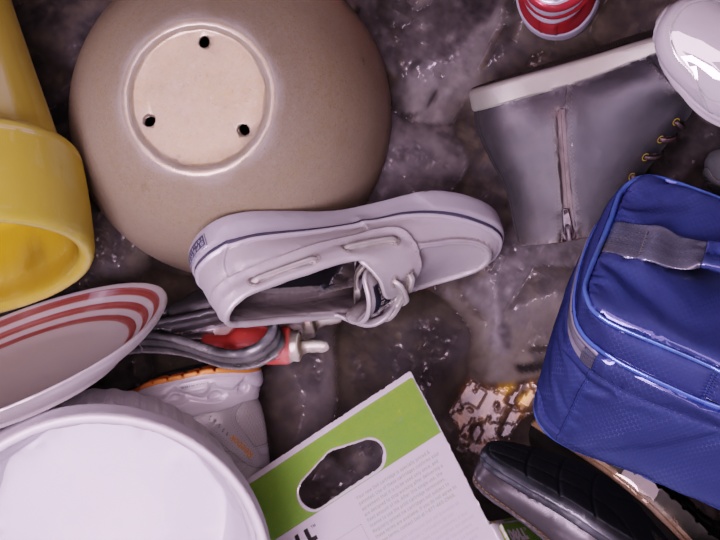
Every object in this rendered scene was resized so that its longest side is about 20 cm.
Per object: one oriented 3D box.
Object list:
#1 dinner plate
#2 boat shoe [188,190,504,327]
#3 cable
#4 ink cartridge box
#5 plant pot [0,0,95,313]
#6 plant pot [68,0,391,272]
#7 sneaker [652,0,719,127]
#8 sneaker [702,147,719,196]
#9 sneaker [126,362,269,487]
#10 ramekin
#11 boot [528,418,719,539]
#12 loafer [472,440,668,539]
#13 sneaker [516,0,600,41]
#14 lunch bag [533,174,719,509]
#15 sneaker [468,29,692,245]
[{"bbox_3d":[-0.201,0.059,1.502,0.199,0.200,0.024,-18,105,5],"label":"dinner plate"},{"bbox_3d":[0.000,0.000,1.528,0.199,0.072,0.066,-2,49,-29],"label":"boat shoe"},{"bbox_3d":[-0.111,0.046,1.572,0.199,0.097,0.051,-14,121,10],"label":"cable"},{"bbox_3d":[0.037,0.180,1.540,0.148,0.076,0.201,-34,74,22],"label":"ink cartridge box"},{"bbox_3d":[-0.266,-0.085,1.541,0.200,0.201,0.190,-10,74,5],"label":"plant pot"},{"bbox_3d":[-0.086,-0.096,1.545,0.199,0.134,0.202,0,90,5],"label":"plant pot"},{"bbox_3d":[0.259,-0.104,1.458,0.199,0.099,0.078,27,81,5],"label":"sneaker"},{"bbox_3d":[0.288,-0.105,1.547,0.199,0.074,0.085,-24,81,-4],"label":"sneaker"},{"bbox_3d":[-0.149,0.117,1.579,0.199,0.076,0.092,-13,92,6],"label":"sneaker"},{"bbox_3d":[-0.150,0.163,1.507,0.199,0.105,0.201,-1,103,-3],"label":"ramekin"},{"bbox_3d":[0.151,0.188,1.550,0.200,0.077,0.139,40,98,6],"label":"boot"},{"bbox_3d":[0.143,0.170,1.483,0.200,0.073,0.072,34,110,1],"label":"loafer"},{"bbox_3d":[0.127,-0.241,1.537,0.071,0.112,0.201,6,89,6],"label":"sneaker"},{"bbox_3d":[0.211,0.044,1.489,0.199,0.133,0.136,20,50,4],"label":"lunch bag"},{"bbox_3d":[0.173,-0.086,1.559,0.199,0.075,0.107,-15,97,8],"label":"sneaker"}]
